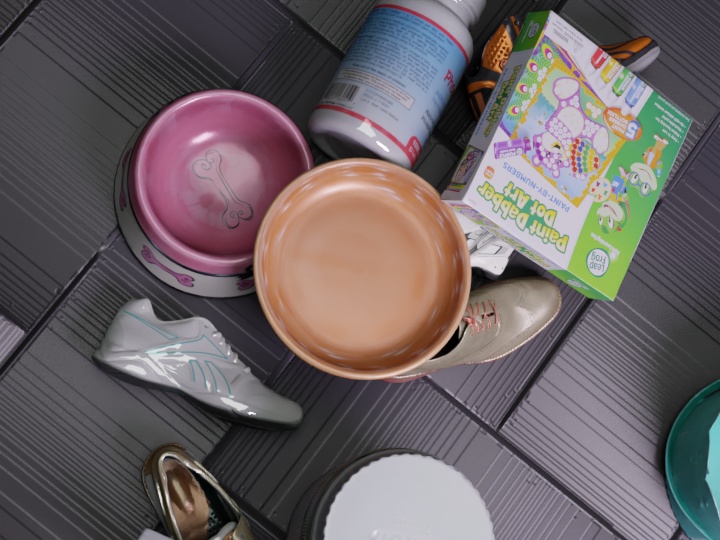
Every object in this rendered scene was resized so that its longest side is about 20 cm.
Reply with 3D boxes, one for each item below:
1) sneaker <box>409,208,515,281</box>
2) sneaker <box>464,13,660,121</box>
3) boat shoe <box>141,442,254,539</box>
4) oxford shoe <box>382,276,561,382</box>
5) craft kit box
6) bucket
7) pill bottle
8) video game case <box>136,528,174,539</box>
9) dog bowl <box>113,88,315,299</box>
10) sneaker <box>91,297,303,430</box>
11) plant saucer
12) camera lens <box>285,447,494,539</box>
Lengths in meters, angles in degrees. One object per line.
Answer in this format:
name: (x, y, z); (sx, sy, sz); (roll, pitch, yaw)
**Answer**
sneaker: (0.129, -0.038, 1.461); (0.198, 0.076, 0.088); (-20, 100, -12)
sneaker: (0.193, -0.212, 1.494); (0.199, 0.078, 0.113); (-26, 85, -14)
boat shoe: (-0.130, 0.245, 1.348); (0.075, 0.068, 0.201); (-36, 87, -15)
oxford shoe: (0.106, 0.054, 1.426); (0.199, 0.075, 0.071); (-23, 83, -14)
craft kit box: (0.195, -0.104, 1.413); (0.199, 0.048, 0.199); (30, 82, -27)
bucket: (0.389, 0.188, 1.418); (0.205, 0.135, 0.209); (2, 78, -11)
pill bottle: (0.040, -0.191, 1.447); (0.108, 0.109, 0.201); (30, 76, -3)
video game case: (-0.092, 0.296, 1.276); (0.199, 0.144, 0.017); (20, 53, 18)
dog bowl: (-0.129, -0.079, 1.412); (0.198, 0.074, 0.202); (2, 78, -10)
sneaker: (-0.138, 0.086, 1.379); (0.199, 0.070, 0.081); (24, 73, -4)
plant saucer: (0.000, 0.000, 1.364); (0.198, 0.037, 0.202); (2, 78, -11)
camera lens: (0.022, 0.237, 1.309); (0.158, 0.200, 0.162); (2, 78, -10)
